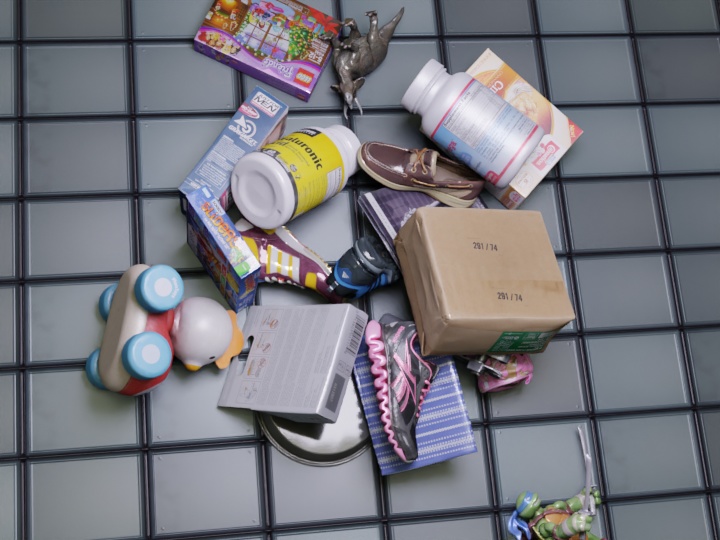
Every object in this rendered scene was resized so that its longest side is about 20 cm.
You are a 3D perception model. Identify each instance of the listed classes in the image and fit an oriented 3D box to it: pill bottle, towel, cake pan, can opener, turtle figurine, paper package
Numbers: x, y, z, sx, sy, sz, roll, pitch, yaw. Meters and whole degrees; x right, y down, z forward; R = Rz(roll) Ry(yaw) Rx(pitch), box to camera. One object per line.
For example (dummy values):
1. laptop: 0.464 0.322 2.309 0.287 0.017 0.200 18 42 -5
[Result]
1. pill bottle: -0.086 -0.144 1.567 0.111 0.111 0.200 50 43 6
2. towel: 0.071 0.175 1.516 0.144 0.024 0.201 -17 78 10
3. cake pan: -0.053 0.179 1.551 0.199 0.037 0.202 2 74 -8
4. can opener: 0.123 0.100 1.553 0.199 0.053 0.067 24 82 24
5. turtle figurine: 0.328 0.352 1.509 0.194 0.144 0.200 45 77 1
6. paper package: 0.168 0.016 1.489 0.199 0.104 0.192 1 59 -22
7. pill bottle: 0.162 -0.219 1.582 0.200 0.109 0.109 37 72 3

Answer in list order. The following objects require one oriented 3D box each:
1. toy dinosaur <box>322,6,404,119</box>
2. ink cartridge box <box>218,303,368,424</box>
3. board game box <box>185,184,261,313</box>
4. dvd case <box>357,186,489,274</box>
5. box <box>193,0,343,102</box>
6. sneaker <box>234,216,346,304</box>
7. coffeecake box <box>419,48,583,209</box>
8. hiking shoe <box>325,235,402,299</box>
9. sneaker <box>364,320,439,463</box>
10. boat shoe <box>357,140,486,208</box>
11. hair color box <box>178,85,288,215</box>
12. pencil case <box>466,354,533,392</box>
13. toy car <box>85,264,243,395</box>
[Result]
1. toy dinosaur: 0.001 -0.342 1.687 0.077 0.103 0.200 15 55 32
2. ink cartridge box: -0.095 0.127 1.508 0.057 0.199 0.164 34 63 -38
3. board game box: -0.194 -0.025 1.500 0.034 0.200 0.136 -33 82 -16
4. dvd case: 0.111 -0.075 1.617 0.199 0.016 0.149 -20 69 -33
5. box: -0.143 -0.368 1.687 0.199 0.039 0.138 24 73 -2
6. sneaker: -0.110 -0.001 1.580 0.200 0.075 0.090 41 81 10
7. coffeecake box: 0.219 -0.219 1.685 0.200 0.073 0.154 42 73 3
8. hiking shoe: 0.000 0.000 1.538 0.087 0.200 0.075 -38 77 6
9. sneaker: 0.066 0.160 1.476 0.095 0.079 0.202 -10 80 -1
10. boat shoe: 0.095 -0.155 1.603 0.199 0.072 0.073 21 54 -13
11. hair color box: -0.187 -0.164 1.592 0.060 0.100 0.201 33 73 3
12. pencil case: 0.188 0.082 1.593 0.082 0.086 0.201 -10 76 -33
13. toy car: -0.250 0.097 1.492 0.199 0.184 0.178 17 71 -28
